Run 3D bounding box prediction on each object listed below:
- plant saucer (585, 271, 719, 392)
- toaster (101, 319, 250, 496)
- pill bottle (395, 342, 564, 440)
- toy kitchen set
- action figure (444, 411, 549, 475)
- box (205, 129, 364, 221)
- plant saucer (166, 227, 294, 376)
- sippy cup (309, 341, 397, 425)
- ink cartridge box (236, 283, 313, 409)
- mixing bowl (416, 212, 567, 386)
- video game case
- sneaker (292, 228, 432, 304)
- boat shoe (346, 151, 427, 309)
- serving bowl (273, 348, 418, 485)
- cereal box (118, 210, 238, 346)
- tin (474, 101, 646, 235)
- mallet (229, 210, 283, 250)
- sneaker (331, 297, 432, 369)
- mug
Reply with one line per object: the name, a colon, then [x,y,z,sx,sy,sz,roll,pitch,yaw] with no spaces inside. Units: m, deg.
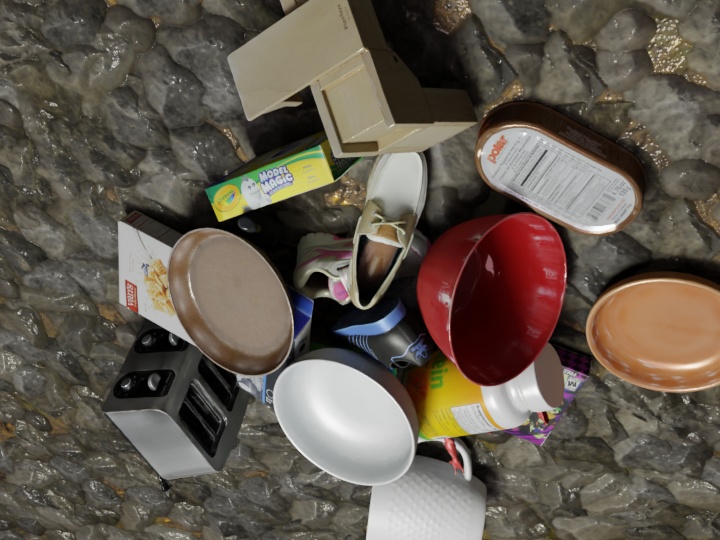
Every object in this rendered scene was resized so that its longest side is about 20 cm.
plant saucer: [0.372,0.070,1.271,0.196,0.038,0.202,11,137,10]
toaster: [-0.263,0.194,1.550,0.117,0.183,0.201,-9,130,28]
pill bottle: [0.151,0.147,1.329,0.197,0.112,0.111,-15,128,34]
toy kitchen set: [-0.015,-0.213,1.103,0.161,0.179,0.203,-23,84,34]
action figure: [0.173,0.212,1.422,0.197,0.066,0.100,-12,119,33]
box: [-0.067,-0.118,1.186,0.197,0.117,0.049,-14,107,33]
plant saucer: [-0.156,0.036,1.312,0.197,0.032,0.204,18,124,28]
sippy cup: [-0.035,0.163,1.474,0.128,0.139,0.181,0,109,36]
ink cartridge box: [-0.114,0.098,1.375,0.098,0.039,0.202,29,136,23]
mixing bowl: [0.137,0.020,1.224,0.108,0.200,0.202,23,151,47]
video game case: [0.188,0.146,1.427,0.197,0.036,0.183,21,139,0]
sneaker: [0.000,0.000,1.308,0.197,0.089,0.082,-10,131,30]
boat shoe: [0.032,-0.049,1.207,0.073,0.069,0.203,12,112,-4]
serving bowl: [-0.010,0.174,1.329,0.197,0.066,0.203,16,129,20]
cereal box: [-0.238,0.023,1.412,0.197,0.040,0.146,25,130,19]
tin: [0.217,-0.108,1.147,0.197,0.042,0.113,26,134,-6]
mallet: [-0.121,-0.049,1.264,0.065,0.042,0.200,24,180,-9]
sneaker: [0.024,0.081,1.276,0.078,0.070,0.200,52,166,-9]
mug: [0.104,0.335,1.597,0.172,0.148,0.204,8,108,3]
